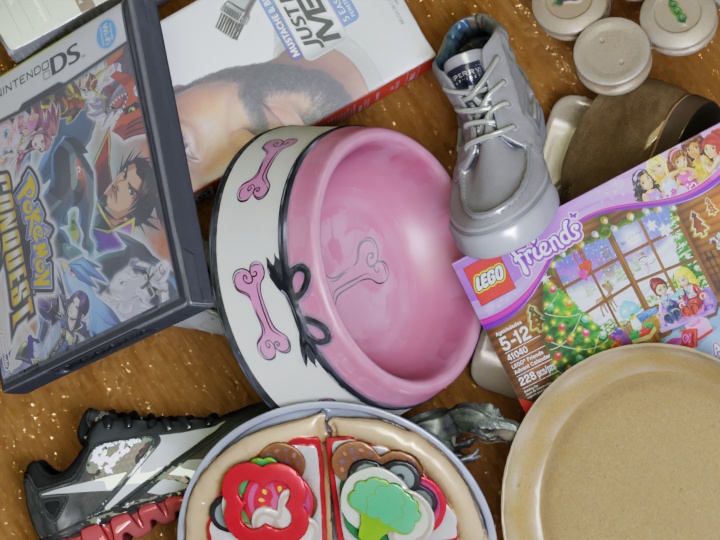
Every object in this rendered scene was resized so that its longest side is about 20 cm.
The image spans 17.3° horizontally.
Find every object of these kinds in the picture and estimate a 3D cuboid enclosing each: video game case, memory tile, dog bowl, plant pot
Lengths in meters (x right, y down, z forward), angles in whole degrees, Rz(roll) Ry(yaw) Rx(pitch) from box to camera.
[{"bbox_3d":[-0.177,-0.045,1.477,0.180,0.025,0.202,-24,71,38],"label":"video game case"},{"bbox_3d":[0.168,-0.217,1.533,0.153,0.017,0.201,-29,63,-2],"label":"memory tile"},{"bbox_3d":[0.000,0.000,1.464,0.073,0.199,0.202,-14,85,39],"label":"dog bowl"},{"bbox_3d":[0.178,0.143,1.400,0.199,0.027,0.202,0,90,29],"label":"plant pot"}]

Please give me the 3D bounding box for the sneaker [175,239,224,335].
[{"bbox_3d":[-0.109,0.005,1.517,0.198,0.087,0.075,9,88,1],"label":"sneaker"}]

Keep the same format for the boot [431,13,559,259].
[{"bbox_3d":[0.074,-0.088,1.465,0.073,0.200,0.096,-21,114,11],"label":"boot"}]

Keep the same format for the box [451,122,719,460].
[{"bbox_3d":[0.172,0.012,1.434,0.199,0.039,0.138,-28,86,23],"label":"box"}]

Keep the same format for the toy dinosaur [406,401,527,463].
[{"bbox_3d":[0.024,0.122,1.505,0.199,0.088,0.048,-22,65,22],"label":"toy dinosaur"}]

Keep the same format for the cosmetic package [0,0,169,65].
[{"bbox_3d":[-0.159,-0.222,1.534,0.199,0.090,0.107,-31,84,0],"label":"cosmetic package"}]

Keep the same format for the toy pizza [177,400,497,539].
[{"bbox_3d":[-0.016,0.175,1.438,0.198,0.032,0.202,3,111,7],"label":"toy pizza"}]

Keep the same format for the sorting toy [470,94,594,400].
[{"bbox_3d":[0.185,0.006,1.551,0.184,0.036,0.202,18,90,0],"label":"sorting toy"}]

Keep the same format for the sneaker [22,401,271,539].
[{"bbox_3d":[-0.129,0.120,1.515,0.199,0.071,0.098,-26,89,-1],"label":"sneaker"}]

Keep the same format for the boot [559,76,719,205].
[{"bbox_3d":[0.155,-0.029,1.512,0.075,0.073,0.201,28,95,30],"label":"boot"}]

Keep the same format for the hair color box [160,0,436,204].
[{"bbox_3d":[-0.063,-0.134,1.540,0.199,0.064,0.111,-30,87,-2],"label":"hair color box"}]
